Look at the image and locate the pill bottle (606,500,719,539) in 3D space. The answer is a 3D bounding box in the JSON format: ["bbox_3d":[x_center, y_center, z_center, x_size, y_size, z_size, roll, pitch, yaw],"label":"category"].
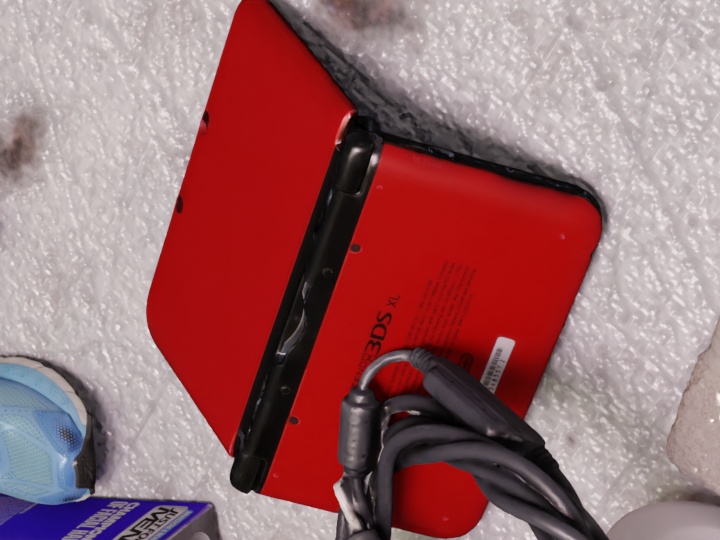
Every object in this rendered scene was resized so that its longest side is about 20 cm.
[{"bbox_3d":[0.123,0.207,1.128,0.113,0.113,0.200,33,125,17],"label":"pill bottle"}]

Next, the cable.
[{"bbox_3d":[0.043,0.137,1.088,0.200,0.051,0.163,41,122,43],"label":"cable"}]

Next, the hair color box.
[{"bbox_3d":[-0.160,0.178,1.335,0.200,0.065,0.110,-2,109,32],"label":"hair color box"}]

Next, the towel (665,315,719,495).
[{"bbox_3d":[0.226,0.073,1.050,0.200,0.034,0.133,29,123,20],"label":"towel"}]

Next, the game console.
[{"bbox_3d":[0.000,0.000,1.177,0.172,0.119,0.200,14,124,-8],"label":"game console"}]

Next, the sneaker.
[{"bbox_3d":[-0.223,0.087,1.318,0.200,0.090,0.079,11,117,28],"label":"sneaker"}]
